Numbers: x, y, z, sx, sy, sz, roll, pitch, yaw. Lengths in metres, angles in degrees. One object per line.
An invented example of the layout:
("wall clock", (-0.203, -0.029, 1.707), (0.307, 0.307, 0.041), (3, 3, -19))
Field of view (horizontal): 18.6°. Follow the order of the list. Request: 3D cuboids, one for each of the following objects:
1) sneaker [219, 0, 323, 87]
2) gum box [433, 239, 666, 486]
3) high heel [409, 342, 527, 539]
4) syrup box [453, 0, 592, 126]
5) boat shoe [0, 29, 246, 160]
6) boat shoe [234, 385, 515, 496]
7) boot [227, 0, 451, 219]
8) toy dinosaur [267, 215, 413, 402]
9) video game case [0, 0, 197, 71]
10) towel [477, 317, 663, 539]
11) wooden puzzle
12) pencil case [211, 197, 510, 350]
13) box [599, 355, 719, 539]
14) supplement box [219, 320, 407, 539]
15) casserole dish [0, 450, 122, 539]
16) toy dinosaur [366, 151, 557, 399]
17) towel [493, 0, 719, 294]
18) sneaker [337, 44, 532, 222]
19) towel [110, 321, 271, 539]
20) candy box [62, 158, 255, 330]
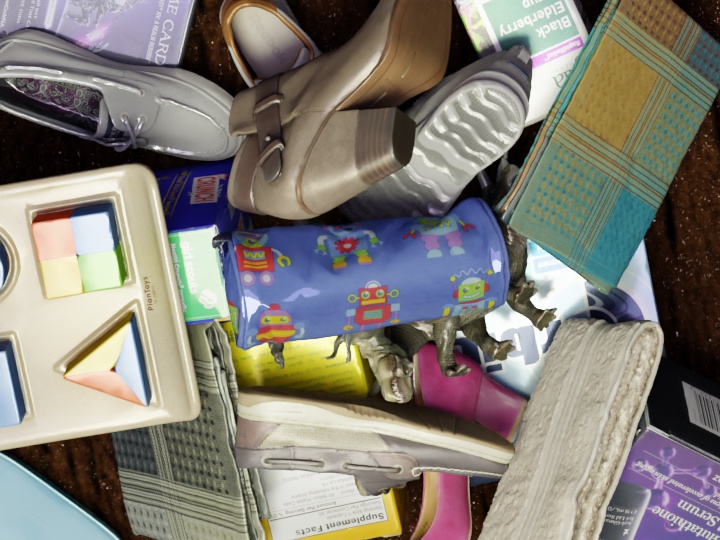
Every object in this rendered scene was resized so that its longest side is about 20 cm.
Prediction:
("sneaker", (-0.039, -0.118, 1.601), (0.073, 0.085, 0.200), (-38, 99, 10))
("gum box", (0.141, 0.049, 1.646), (0.169, 0.045, 0.201), (-11, 102, 7))
("high heel", (0.043, 0.153, 1.590), (0.096, 0.067, 0.201), (29, 77, -9))
("syrup box", (0.106, -0.208, 1.568), (0.078, 0.081, 0.201), (-23, 99, 11))
("boat shoe", (-0.181, -0.119, 1.608), (0.199, 0.069, 0.072), (23, 127, -5))
("boat shoe", (0.008, 0.126, 1.543), (0.199, 0.072, 0.065), (10, 97, -9))
("boot", (-0.021, -0.127, 1.511), (0.146, 0.201, 0.070), (-9, 142, 34))
("toy dinosaur", (-0.035, 0.013, 1.542), (0.088, 0.047, 0.201), (-26, 87, -7))
("video game case", (-0.215, -0.230, 1.621), (0.199, 0.019, 0.144), (16, 105, 0))
("towel", (0.144, 0.127, 1.546), (0.034, 0.132, 0.201), (23, 82, -20))
("wooden puzzle", (-0.221, 0.033, 1.497), (0.199, 0.046, 0.186), (-8, 105, 7))
("pencil case", (0.000, 0.000, 1.489), (0.199, 0.087, 0.078), (-8, 130, -10))
("box", (0.208, 0.177, 1.604), (0.147, 0.105, 0.200), (25, 120, -16))
("supplement box", (-0.039, 0.098, 1.640), (0.108, 0.110, 0.201), (-12, 102, 7))
("casserole dish", (-0.265, 0.216, 1.723), (0.200, 0.039, 0.121), (37, 104, -4))
("toy dinosaur", (0.074, 0.016, 1.582), (0.200, 0.077, 0.102), (-49, 55, 14))
("towel", (0.181, -0.096, 1.548), (0.146, 0.022, 0.201), (32, 84, -45))
("sneaker", (0.057, -0.089, 1.550), (0.075, 0.082, 0.200), (46, 134, -14))
("towel", (-0.132, 0.119, 1.629), (0.034, 0.200, 0.194), (-17, 103, -32))
("candy box", (-0.183, -0.013, 1.593), (0.199, 0.169, 0.077), (-9, 108, 7))
